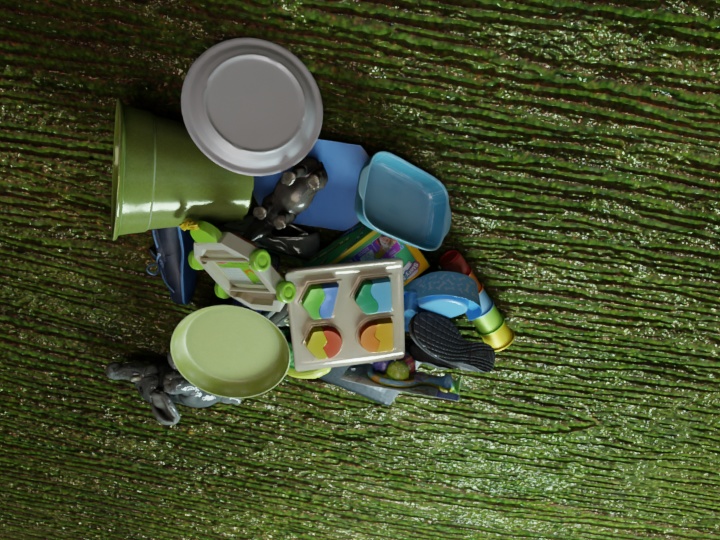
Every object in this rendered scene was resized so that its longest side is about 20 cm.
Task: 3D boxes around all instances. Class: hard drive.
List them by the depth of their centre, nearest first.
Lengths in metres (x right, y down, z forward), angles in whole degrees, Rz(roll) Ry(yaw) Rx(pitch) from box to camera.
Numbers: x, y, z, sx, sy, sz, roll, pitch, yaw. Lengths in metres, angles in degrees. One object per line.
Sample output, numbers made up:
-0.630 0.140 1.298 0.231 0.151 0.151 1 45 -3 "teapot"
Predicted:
-0.003 0.168 1.237 0.200 0.033 0.140 24 120 -13 "hard drive"

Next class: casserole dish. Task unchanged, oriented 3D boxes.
0.061 -0.102 1.008 0.200 0.121 0.039 20 164 -40 "casserole dish"

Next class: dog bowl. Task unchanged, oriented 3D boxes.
0.118 0.053 1.103 0.111 0.050 0.200 22 153 -27 "dog bowl"

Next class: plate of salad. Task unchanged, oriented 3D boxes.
-0.153 -0.231 0.940 0.200 0.048 0.200 2 84 -17 "plate of salad"

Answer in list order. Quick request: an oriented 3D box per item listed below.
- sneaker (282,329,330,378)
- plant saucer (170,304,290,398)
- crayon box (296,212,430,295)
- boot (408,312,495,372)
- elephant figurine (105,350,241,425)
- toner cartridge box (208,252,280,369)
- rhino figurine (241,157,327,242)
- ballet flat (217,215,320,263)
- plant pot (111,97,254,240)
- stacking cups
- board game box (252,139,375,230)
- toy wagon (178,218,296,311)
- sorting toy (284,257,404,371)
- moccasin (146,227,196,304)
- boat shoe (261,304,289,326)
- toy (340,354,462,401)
-0.144 0.148 1.202 0.200 0.074 0.084 1 93 22 "sneaker"
-0.216 0.132 1.111 0.200 0.031 0.200 0 122 0 "plant saucer"
0.000 0.000 1.080 0.200 0.058 0.119 -37 119 1 "crayon box"
0.125 0.135 1.146 0.200 0.070 0.132 33 155 -31 "boot"
-0.355 0.212 1.236 0.200 0.155 0.141 -29 161 30 "elephant figurine"
-0.201 0.068 1.144 0.043 0.095 0.200 24 120 -13 "toner cartridge box"
-0.121 -0.096 1.003 0.060 0.087 0.200 44 118 -6 "rhino figurine"
-0.164 -0.059 1.092 0.200 0.067 0.064 11 94 -6 "ballet flat"
-0.261 -0.140 0.967 0.190 0.200 0.200 1 124 -22 "plant pot"
0.203 0.049 1.146 0.060 0.061 0.200 -24 116 16 "stacking cups"
-0.073 -0.145 1.042 0.200 0.039 0.158 8 128 -1 "board game box"
-0.188 -0.011 0.976 0.155 0.040 0.200 1 139 39 "toy wagon"
-0.020 0.077 1.048 0.185 0.036 0.200 -6 120 -7 "sorting toy"
-0.317 -0.040 1.100 0.068 0.080 0.200 1 108 5 "moccasin"
-0.121 0.062 1.152 0.060 0.072 0.202 41 111 -16 "boat shoe"
0.078 0.174 1.141 0.200 0.115 0.047 13 99 10 "toy"
